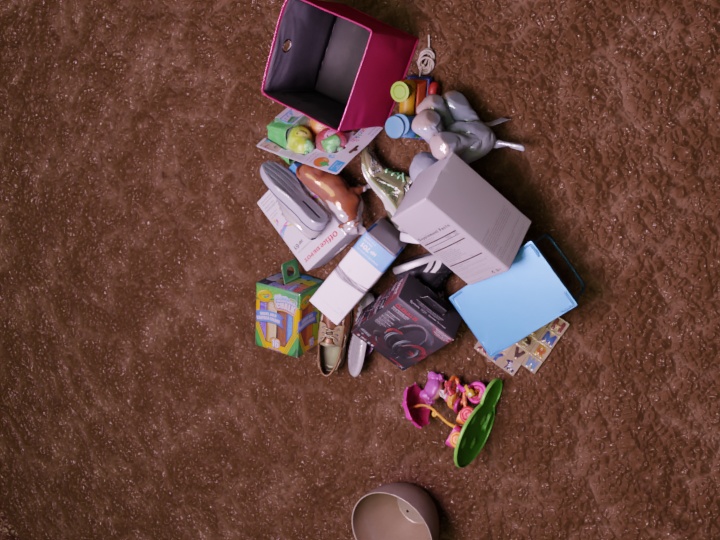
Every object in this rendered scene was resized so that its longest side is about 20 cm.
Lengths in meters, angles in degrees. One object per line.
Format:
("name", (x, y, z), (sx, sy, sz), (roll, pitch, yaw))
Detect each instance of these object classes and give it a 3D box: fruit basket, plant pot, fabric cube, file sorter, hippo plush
("fruit basket", (-0.084, -0.280, 1.442), (0.200, 0.185, 0.094), (18, 138, 28))
("plant pot", (0.098, 0.562, 1.586), (0.200, 0.134, 0.201), (8, 107, 27))
("fabric cube", (-0.040, -0.404, 1.369), (0.200, 0.199, 0.197), (30, 117, 20))
("file sorter", (0.302, 0.044, 1.327), (0.200, 0.123, 0.139), (-38, 82, 31))
("hippo plush", (0.169, -0.237, 1.344), (0.161, 0.199, 0.160), (118, 140, -52))

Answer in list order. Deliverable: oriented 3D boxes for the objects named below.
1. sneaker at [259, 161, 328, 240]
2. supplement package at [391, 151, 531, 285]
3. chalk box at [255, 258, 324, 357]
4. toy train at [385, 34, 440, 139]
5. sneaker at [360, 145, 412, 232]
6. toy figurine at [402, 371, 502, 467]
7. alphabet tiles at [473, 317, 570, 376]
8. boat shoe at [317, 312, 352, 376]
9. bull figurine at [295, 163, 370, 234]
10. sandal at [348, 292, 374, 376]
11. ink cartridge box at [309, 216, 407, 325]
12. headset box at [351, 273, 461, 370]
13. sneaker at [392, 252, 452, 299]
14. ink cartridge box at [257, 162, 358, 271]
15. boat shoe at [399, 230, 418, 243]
("sneaker", (-0.152, -0.145, 1.480), (0.200, 0.073, 0.071), (51, 135, 17))
("supplement package", (0.181, -0.090, 1.256), (0.200, 0.121, 0.120), (39, 151, -14))
("chalk box", (-0.158, 0.076, 1.610), (0.124, 0.125, 0.201), (14, 111, 26))
("toy train", (0.096, -0.353, 1.351), (0.084, 0.116, 0.201), (13, 109, 26))
("sneaker", (0.076, -0.180, 1.445), (0.089, 0.077, 0.200), (-31, 94, 23))
("toy figurine", (0.178, 0.283, 1.483), (0.184, 0.150, 0.200), (24, 92, 33))
("alphabet tiles", (0.316, 0.111, 1.413), (0.166, 0.006, 0.200), (36, 118, 18))
("boat shoe", (-0.062, 0.151, 1.595), (0.075, 0.074, 0.201), (6, 110, 9))
("bull figurine", (-0.043, -0.167, 1.473), (0.200, 0.121, 0.065), (44, 146, 2))
("sandal", (0.014, 0.150, 1.571), (0.050, 0.082, 0.203), (6, 110, -16))
("ink cartridge box", (0.000, 0.000, 1.463), (0.086, 0.146, 0.200), (42, 112, 1))
("headset box", (0.100, 0.106, 1.441), (0.149, 0.075, 0.200), (38, 137, -11))
("sneaker", (0.169, 0.014, 1.441), (0.200, 0.073, 0.112), (-18, 99, 39))
("ink cartridge box", (-0.111, -0.122, 1.553), (0.144, 0.085, 0.200), (-42, 82, 31))
("boat shoe", (0.176, -0.090, 1.400), (0.199, 0.074, 0.066), (-3, 98, 12))
